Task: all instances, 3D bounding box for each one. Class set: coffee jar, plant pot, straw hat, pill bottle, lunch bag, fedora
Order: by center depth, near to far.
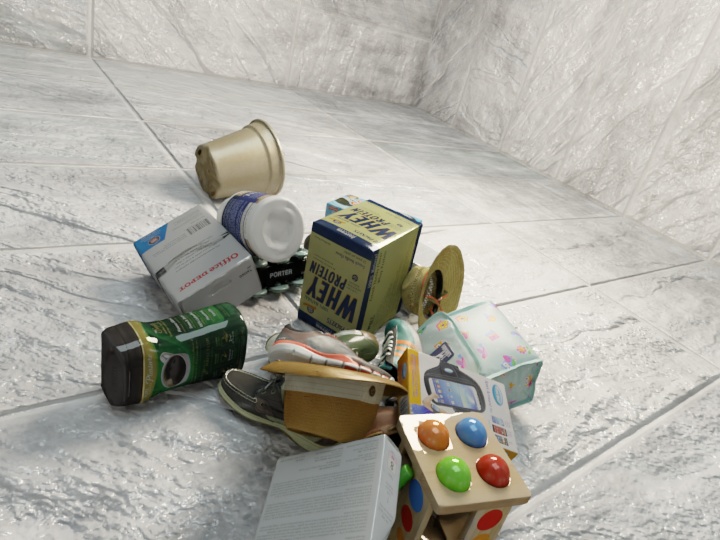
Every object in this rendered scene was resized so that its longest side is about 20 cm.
[{"bbox_3d":[-0.035,0.166,0.646,0.193,0.085,0.201,9,-14,2],"label":"fedora"},{"bbox_3d":[-0.261,0.114,0.741,0.196,0.108,0.084,-10,31,-43],"label":"coffee jar"},{"bbox_3d":[0.185,0.159,0.914,0.193,0.125,0.172,-12,38,-16],"label":"lunch bag"},{"bbox_3d":[-0.193,-0.086,0.967,0.108,0.116,0.197,-4,13,-35],"label":"pill bottle"},{"bbox_3d":[0.125,0.043,1.027,0.083,0.209,0.198,15,21,34],"label":"straw hat"},{"bbox_3d":[-0.323,-0.275,1.368,0.180,0.206,0.199,-22,44,-36],"label":"plant pot"}]

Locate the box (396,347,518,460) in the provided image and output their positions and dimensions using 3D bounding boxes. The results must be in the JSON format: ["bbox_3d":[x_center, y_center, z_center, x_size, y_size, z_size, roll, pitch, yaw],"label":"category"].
[{"bbox_3d":[0.145,0.197,0.754,0.194,0.042,0.121,20,38,-13],"label":"box"}]

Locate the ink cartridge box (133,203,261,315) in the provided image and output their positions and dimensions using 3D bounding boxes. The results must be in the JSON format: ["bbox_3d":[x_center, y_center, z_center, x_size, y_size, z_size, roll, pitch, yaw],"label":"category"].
[{"bbox_3d":[-0.286,-0.008,0.922,0.143,0.086,0.199,-34,50,-22],"label":"ink cartridge box"}]

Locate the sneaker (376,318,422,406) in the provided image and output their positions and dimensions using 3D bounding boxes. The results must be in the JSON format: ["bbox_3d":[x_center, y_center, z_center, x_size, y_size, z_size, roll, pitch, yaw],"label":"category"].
[{"bbox_3d":[0.058,0.153,0.876,0.077,0.073,0.203,15,34,-21],"label":"sneaker"}]

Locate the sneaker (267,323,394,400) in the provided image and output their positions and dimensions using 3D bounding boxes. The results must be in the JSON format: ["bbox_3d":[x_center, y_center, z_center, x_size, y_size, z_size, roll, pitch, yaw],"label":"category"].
[{"bbox_3d":[-0.035,0.126,0.777,0.194,0.078,0.083,22,39,-7],"label":"sneaker"}]

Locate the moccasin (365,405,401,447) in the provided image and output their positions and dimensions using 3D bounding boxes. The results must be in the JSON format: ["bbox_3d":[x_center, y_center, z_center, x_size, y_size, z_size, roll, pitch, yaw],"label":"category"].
[{"bbox_3d":[0.076,0.234,0.758,0.195,0.075,0.079,10,41,-23],"label":"moccasin"}]

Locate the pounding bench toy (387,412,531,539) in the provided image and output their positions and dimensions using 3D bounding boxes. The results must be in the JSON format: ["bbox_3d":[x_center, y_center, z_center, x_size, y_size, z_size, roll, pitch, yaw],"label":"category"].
[{"bbox_3d":[0.068,0.259,0.608,0.193,0.161,0.125,4,28,-23],"label":"pounding bench toy"}]

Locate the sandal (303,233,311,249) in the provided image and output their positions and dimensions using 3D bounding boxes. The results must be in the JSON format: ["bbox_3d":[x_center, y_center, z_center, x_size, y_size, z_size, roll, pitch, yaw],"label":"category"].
[{"bbox_3d":[-0.053,-0.043,1.159,0.194,0.085,0.054,13,18,27],"label":"sandal"}]

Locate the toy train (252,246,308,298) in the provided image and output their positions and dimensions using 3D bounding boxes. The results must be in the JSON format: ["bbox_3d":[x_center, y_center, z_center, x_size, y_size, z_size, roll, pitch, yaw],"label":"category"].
[{"bbox_3d":[-0.184,-0.007,1.053,0.196,0.088,0.112,-14,26,-42],"label":"toy train"}]

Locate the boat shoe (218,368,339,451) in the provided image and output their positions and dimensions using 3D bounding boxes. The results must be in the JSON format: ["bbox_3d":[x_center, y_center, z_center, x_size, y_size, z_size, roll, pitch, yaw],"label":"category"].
[{"bbox_3d":[-0.109,0.183,0.743,0.196,0.068,0.072,27,24,12],"label":"boat shoe"}]

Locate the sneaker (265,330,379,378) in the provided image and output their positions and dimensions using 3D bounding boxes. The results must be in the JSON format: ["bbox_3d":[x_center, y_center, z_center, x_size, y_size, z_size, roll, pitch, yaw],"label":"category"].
[{"bbox_3d":[-0.053,0.151,0.849,0.193,0.069,0.091,3,34,-20],"label":"sneaker"}]

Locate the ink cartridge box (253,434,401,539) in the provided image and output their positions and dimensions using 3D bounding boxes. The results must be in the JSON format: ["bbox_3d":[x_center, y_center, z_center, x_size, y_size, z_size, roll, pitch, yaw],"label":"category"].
[{"bbox_3d":[-0.043,0.280,0.538,0.057,0.159,0.204,50,33,-32],"label":"ink cartridge box"}]

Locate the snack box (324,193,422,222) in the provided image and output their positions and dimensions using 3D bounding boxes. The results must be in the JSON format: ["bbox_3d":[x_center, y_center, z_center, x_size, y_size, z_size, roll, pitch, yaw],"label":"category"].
[{"bbox_3d":[0.030,-0.117,1.177,0.194,0.038,0.116,22,25,19],"label":"snack box"}]

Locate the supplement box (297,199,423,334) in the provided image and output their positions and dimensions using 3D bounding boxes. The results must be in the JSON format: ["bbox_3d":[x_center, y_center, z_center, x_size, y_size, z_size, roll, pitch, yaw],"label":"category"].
[{"bbox_3d":[0.000,0.000,1.000,0.131,0.206,0.198,25,29,23],"label":"supplement box"}]

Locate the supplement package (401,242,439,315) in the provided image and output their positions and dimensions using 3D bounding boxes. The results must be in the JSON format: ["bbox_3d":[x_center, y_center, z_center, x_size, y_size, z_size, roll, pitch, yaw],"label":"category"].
[{"bbox_3d":[0.078,-0.011,1.170,0.197,0.117,0.108,31,29,31],"label":"supplement package"}]
